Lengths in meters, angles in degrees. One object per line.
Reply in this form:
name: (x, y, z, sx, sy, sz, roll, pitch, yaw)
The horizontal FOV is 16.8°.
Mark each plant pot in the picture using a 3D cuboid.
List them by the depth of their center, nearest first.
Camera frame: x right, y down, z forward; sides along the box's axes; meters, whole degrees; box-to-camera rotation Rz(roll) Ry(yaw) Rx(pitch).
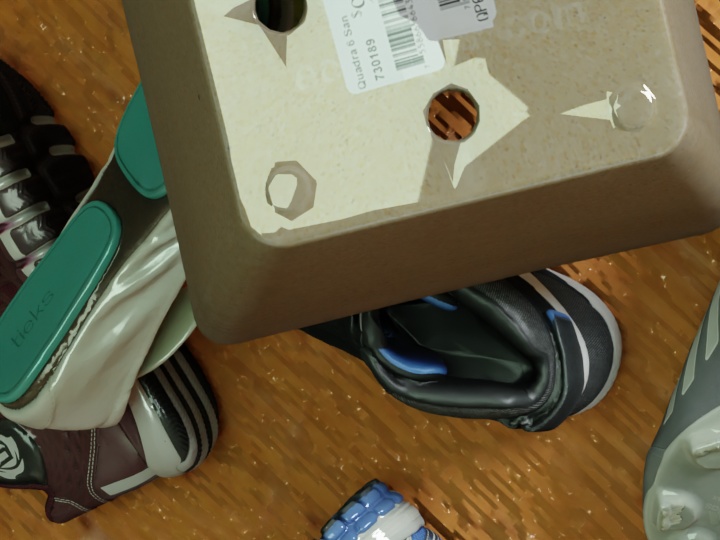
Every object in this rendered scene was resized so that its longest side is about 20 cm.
plant pot: (0.018, -0.088, 0.786, 0.198, 0.177, 0.201, -13, 92, 0)

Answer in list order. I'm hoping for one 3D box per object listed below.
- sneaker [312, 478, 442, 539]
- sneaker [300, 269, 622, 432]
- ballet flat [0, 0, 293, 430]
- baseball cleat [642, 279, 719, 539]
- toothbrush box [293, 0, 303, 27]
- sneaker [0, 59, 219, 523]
sneaker: (-0.015, 0.188, 0.973, 0.085, 0.077, 0.201, 32, 102, 11)
sneaker: (0.000, 0.000, 0.939, 0.199, 0.112, 0.074, 22, 98, 17)
ballet flat: (-0.071, -0.022, 0.930, 0.069, 0.069, 0.201, 37, 104, 14)
baseball cleat: (0.158, 0.019, 0.914, 0.069, 0.107, 0.201, 16, 127, -11)
toothbrush box: (0.010, -0.173, 0.941, 0.198, 0.086, 0.147, -10, 91, 18)
sneaker: (-0.153, 0.016, 1.013, 0.115, 0.076, 0.201, -32, 83, 20)
